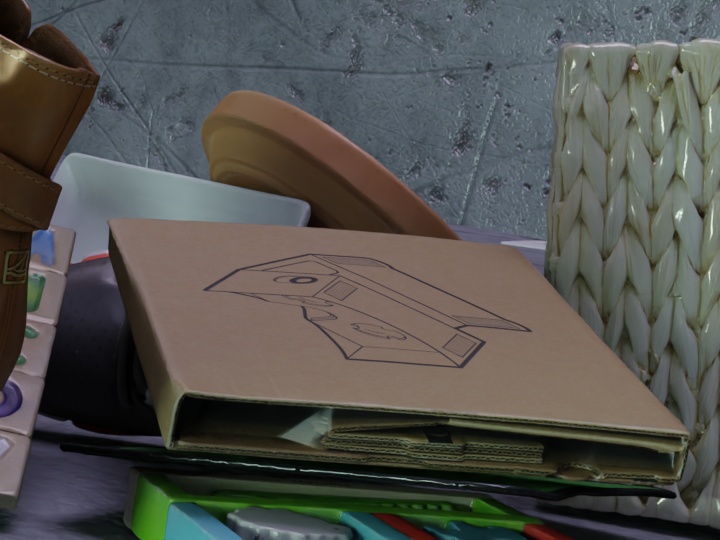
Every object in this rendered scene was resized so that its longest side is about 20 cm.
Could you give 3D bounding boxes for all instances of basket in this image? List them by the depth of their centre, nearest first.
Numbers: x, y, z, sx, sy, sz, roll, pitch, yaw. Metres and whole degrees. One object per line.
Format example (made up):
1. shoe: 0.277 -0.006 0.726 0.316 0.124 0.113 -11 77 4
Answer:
1. basket: 0.137 0.001 0.844 0.122 0.202 0.136 4 4 7

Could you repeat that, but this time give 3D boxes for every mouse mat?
1. mouse mat: 0.011 0.069 0.705 0.160 0.008 0.200 3 -4 23

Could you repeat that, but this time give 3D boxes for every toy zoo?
1. toy zoo: 0.020 0.090 0.589 0.130 0.021 0.200 7 5 -23

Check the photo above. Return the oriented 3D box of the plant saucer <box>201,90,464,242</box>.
1. plant saucer: 0.000 0.000 0.950 0.200 0.032 0.200 40 -14 12

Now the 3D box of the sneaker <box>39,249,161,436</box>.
1. sneaker: -0.050 0.032 0.781 0.198 0.078 0.082 4 2 3

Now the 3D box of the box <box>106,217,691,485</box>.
1. box: 0.002 0.022 0.699 0.162 0.021 0.200 5 16 -14

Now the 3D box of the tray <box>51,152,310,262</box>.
1. tray: -0.098 0.008 0.941 0.022 0.108 0.199 30 -11 -39

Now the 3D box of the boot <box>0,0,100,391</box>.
1. boot: -0.162 -0.033 0.599 0.199 0.156 0.074 33 18 25

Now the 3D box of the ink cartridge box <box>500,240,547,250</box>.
1. ink cartridge box: 0.202 0.026 1.465 0.199 0.068 0.117 11 6 23

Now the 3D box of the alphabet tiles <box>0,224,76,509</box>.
1. alphabet tiles: -0.201 0.006 0.686 0.198 0.008 0.168 14 30 -9
